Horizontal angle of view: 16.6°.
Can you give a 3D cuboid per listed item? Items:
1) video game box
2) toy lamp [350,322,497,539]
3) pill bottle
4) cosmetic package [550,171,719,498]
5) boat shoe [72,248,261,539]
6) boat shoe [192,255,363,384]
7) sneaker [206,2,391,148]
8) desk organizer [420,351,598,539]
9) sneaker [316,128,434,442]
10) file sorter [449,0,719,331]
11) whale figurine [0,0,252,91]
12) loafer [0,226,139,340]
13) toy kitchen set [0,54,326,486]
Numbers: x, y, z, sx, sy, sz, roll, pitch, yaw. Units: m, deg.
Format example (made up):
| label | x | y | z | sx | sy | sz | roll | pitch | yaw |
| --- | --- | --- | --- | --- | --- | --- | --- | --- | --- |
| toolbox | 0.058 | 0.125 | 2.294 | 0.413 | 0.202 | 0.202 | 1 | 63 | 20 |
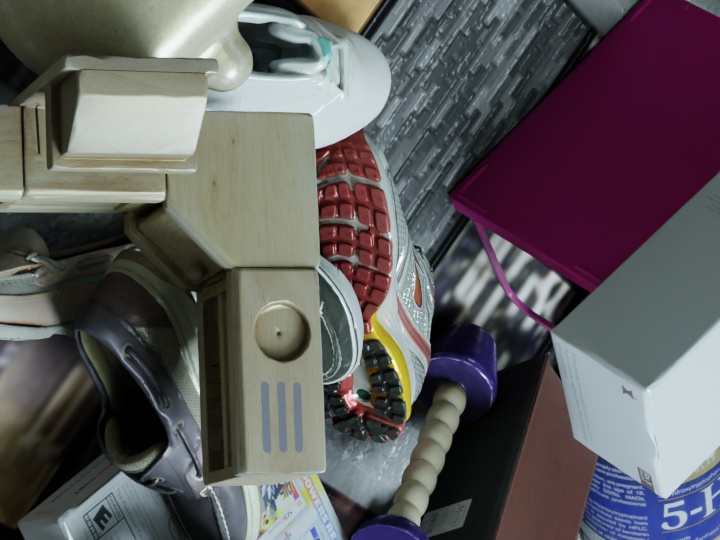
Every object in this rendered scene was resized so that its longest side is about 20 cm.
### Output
| label | x | y | z | sx | sy | sz | roll | pitch | yaw |
| --- | --- | --- | --- | --- | --- | --- | --- | --- | --- |
| video game box | -0.083 | 0.177 | 1.404 | 0.182 | 0.047 | 0.201 | -38 | 110 | -41 |
| toy lamp | 0.043 | 0.106 | 1.516 | 0.200 | 0.058 | 0.058 | -66 | 158 | -50 |
| pill bottle | 0.199 | 0.109 | 1.697 | 0.120 | 0.120 | 0.201 | -36 | 137 | -24 |
| cosmetic package | 0.211 | 0.024 | 1.464 | 0.200 | 0.081 | 0.113 | -39 | 142 | -21 |
| boat shoe | -0.106 | 0.082 | 1.298 | 0.065 | 0.072 | 0.201 | -40 | 135 | -30 |
| boat shoe | -0.060 | 0.008 | 1.371 | 0.070 | 0.064 | 0.200 | -22 | 131 | 18 |
| sneaker | -0.038 | -0.108 | 1.309 | 0.200 | 0.088 | 0.076 | 3 | 80 | -48 |
| desk organizer | 0.090 | 0.149 | 1.545 | 0.077 | 0.072 | 0.200 | 54 | 32 | -23 |
| sneaker | 0.000 | 0.000 | 1.463 | 0.082 | 0.078 | 0.201 | -55 | 146 | -49 |
| file sorter | 0.185 | -0.048 | 1.561 | 0.200 | 0.139 | 0.126 | -45 | 141 | -15 |
| whale figurine | -0.088 | -0.164 | 1.191 | 0.199 | 0.104 | 0.160 | -22 | 105 | -6 |
| loafer | -0.173 | 0.003 | 1.283 | 0.200 | 0.072 | 0.063 | 5 | 94 | -55 |
| toy kitchen set | -0.110 | 0.005 | 1.146 | 0.199 | 0.163 | 0.181 | 1 | 81 | -21 |
